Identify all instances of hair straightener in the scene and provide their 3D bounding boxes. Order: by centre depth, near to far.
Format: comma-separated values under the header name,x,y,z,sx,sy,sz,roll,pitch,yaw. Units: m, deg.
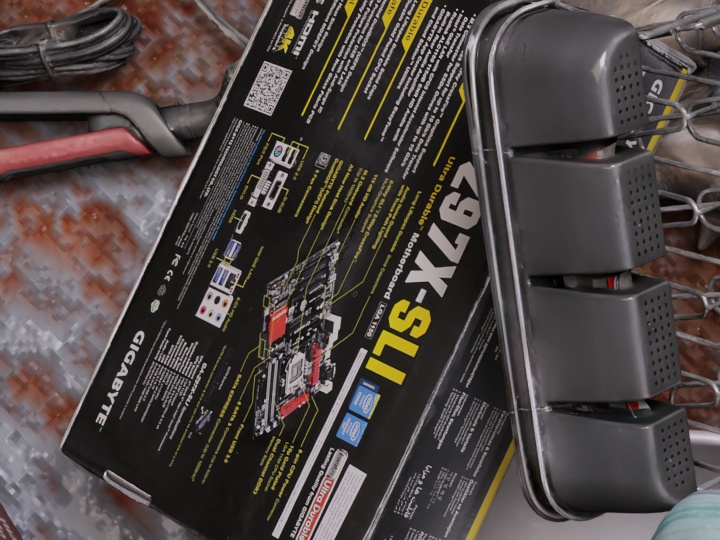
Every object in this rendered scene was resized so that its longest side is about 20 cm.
name,x,y,z,sx,sy,sz,roll,pitch,yaw
hair straightener,-0.130,-0.068,0.958,0.199,0.041,0.078,-9,83,15

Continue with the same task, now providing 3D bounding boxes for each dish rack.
name,x,y,z,sx,sy,sz,roll,pitch,yaw
dish rack,0.124,-0.021,0.819,0.054,0.199,0.155,7,110,47

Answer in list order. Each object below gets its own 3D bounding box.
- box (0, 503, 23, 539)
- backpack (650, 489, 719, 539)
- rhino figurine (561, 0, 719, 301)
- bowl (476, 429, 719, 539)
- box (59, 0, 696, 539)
name,x,y,z,sx,sy,sz,roll,pitch,yaw
box,-0.233,0.112,0.895,0.200,0.164,0.166,-37,71,7
backpack,0.118,0.148,0.726,0.177,0.200,0.151,20,73,15
rhino figurine,0.103,-0.088,0.894,0.087,0.060,0.201,-10,98,-1
bowl,0.100,0.152,0.869,0.198,0.075,0.202,4,87,13
box,0.000,0.000,0.875,0.159,0.049,0.201,23,87,48
